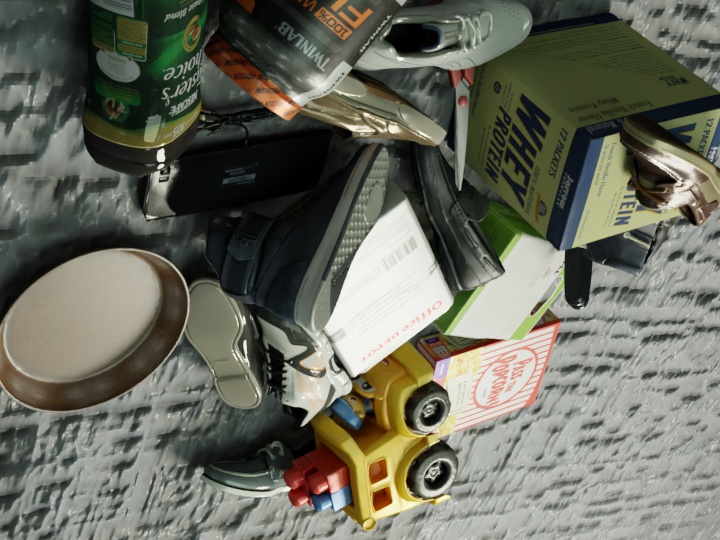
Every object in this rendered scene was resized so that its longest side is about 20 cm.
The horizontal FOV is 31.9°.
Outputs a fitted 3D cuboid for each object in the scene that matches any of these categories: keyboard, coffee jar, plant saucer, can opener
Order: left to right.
[{"bbox_3d":[-0.262,0.051,1.212,0.200,0.035,0.201,-23,139,-21],"label":"plant saucer"},{"bbox_3d":[-0.172,-0.178,1.012,0.104,0.085,0.201,-59,165,-49],"label":"coffee jar"},{"bbox_3d":[-0.114,-0.111,1.193,0.199,0.021,0.127,-14,141,-32],"label":"keyboard"},{"bbox_3d":[0.258,-0.055,1.458,0.063,0.078,0.201,34,64,-59],"label":"can opener"}]

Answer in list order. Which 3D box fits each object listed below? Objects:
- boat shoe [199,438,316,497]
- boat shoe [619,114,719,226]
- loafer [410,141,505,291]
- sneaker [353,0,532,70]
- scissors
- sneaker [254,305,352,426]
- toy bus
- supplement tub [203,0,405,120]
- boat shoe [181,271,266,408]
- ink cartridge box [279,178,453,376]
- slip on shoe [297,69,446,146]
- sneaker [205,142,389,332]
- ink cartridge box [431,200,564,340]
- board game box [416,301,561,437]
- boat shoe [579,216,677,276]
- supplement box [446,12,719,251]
[{"bbox_3d":[-0.104,0.228,1.498,0.199,0.073,0.062,6,101,-43],"label":"boat shoe"},{"bbox_3d":[0.293,-0.087,1.197,0.072,0.072,0.200,-54,145,12],"label":"boat shoe"},{"bbox_3d":[0.103,-0.069,1.340,0.070,0.068,0.201,-15,120,10],"label":"loafer"},{"bbox_3d":[0.079,-0.217,1.175,0.199,0.087,0.075,-14,107,-24],"label":"sneaker"},{"bbox_3d":[0.107,-0.182,1.254,0.073,0.014,0.201,-22,113,-19],"label":"scissors"},{"bbox_3d":[-0.070,0.101,1.345,0.080,0.074,0.200,-44,142,-14],"label":"sneaker"},{"bbox_3d":[-0.001,0.197,1.465,0.191,0.136,0.201,-21,121,-24],"label":"toy bus"},{"bbox_3d":[-0.034,-0.233,1.056,0.200,0.123,0.122,-51,141,8],"label":"supplement tub"},{"bbox_3d":[-0.141,0.063,1.319,0.067,0.057,0.200,-3,135,10],"label":"boat shoe"},{"bbox_3d":[0.000,0.000,1.342,0.145,0.084,0.200,-36,141,-6],"label":"ink cartridge box"},{"bbox_3d":[-0.001,-0.152,1.201,0.200,0.076,0.061,19,108,-45],"label":"slip on shoe"},{"bbox_3d":[-0.066,-0.053,1.224,0.203,0.146,0.077,-63,155,-20],"label":"sneaker"},{"bbox_3d":[0.166,0.004,1.497,0.200,0.076,0.148,10,120,-56],"label":"ink cartridge box"},{"bbox_3d":[0.153,0.132,1.627,0.199,0.046,0.152,-16,135,-29],"label":"board game box"},{"bbox_3d":[0.245,-0.066,1.398,0.075,0.199,0.093,-29,141,-62],"label":"boat shoe"},{"bbox_3d":[0.233,-0.149,1.302,0.199,0.200,0.135,-16,135,-29],"label":"supplement box"}]
